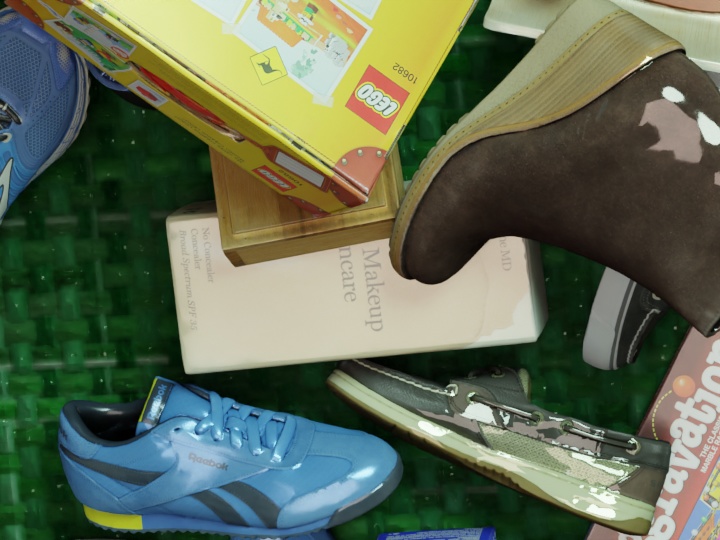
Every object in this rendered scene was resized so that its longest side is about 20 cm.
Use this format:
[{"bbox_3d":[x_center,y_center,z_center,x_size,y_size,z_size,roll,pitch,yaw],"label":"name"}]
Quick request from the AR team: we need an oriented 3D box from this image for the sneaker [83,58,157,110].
[{"bbox_3d":[-0.142,-0.180,1.483,0.070,0.078,0.200,-21,74,12],"label":"sneaker"}]

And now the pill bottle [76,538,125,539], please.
[{"bbox_3d":[-0.158,0.262,1.529,0.114,0.114,0.200,-4,98,8],"label":"pill bottle"}]

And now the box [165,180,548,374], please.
[{"bbox_3d":[0.000,0.000,1.482,0.200,0.078,0.095,-7,97,9],"label":"box"}]

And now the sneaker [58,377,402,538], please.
[{"bbox_3d":[-0.078,0.101,1.490,0.200,0.066,0.078,-2,123,20],"label":"sneaker"}]

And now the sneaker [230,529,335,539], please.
[{"bbox_3d":[-0.037,0.224,1.525,0.066,0.078,0.200,-9,96,11],"label":"sneaker"}]

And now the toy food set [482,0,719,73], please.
[{"bbox_3d":[0.149,-0.211,1.363,0.143,0.060,0.200,11,100,9],"label":"toy food set"}]

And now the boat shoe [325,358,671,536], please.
[{"bbox_3d":[0.080,0.086,1.495,0.200,0.073,0.065,24,85,6],"label":"boat shoe"}]

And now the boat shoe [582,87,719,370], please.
[{"bbox_3d":[0.169,-0.014,1.426,0.057,0.069,0.200,24,134,9],"label":"boat shoe"}]

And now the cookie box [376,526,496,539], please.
[{"bbox_3d":[0.042,0.247,1.454,0.075,0.200,0.171,-7,98,9],"label":"cookie box"}]

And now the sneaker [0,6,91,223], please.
[{"bbox_3d":[-0.217,-0.058,1.478,0.079,0.089,0.200,31,116,0],"label":"sneaker"}]

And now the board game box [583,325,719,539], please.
[{"bbox_3d":[0.202,0.116,1.504,0.103,0.019,0.200,25,102,4],"label":"board game box"}]

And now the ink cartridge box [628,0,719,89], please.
[{"bbox_3d":[0.219,-0.138,1.431,0.136,0.076,0.200,30,101,3],"label":"ink cartridge box"}]

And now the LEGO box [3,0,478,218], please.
[{"bbox_3d":[-0.053,-0.145,1.354,0.200,0.077,0.149,35,72,-16],"label":"LEGO box"}]

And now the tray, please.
[{"bbox_3d":[-0.037,-0.109,1.448,0.099,0.037,0.200,-11,73,7],"label":"tray"}]

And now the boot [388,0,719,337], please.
[{"bbox_3d":[0.118,-0.023,1.352,0.166,0.072,0.200,48,118,18],"label":"boot"}]
